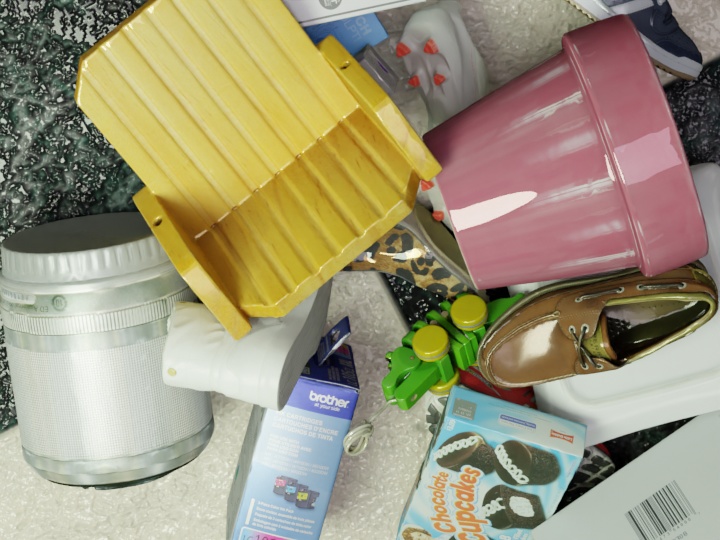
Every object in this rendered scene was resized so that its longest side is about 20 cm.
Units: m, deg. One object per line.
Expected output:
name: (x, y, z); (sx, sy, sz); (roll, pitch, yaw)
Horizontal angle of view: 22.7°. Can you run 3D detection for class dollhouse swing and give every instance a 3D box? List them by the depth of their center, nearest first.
dollhouse swing: (-0.086, -0.102, 1.316); (0.200, 0.182, 0.176); (-38, 129, 0)

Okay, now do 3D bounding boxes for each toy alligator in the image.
toy alligator: (0.049, 0.071, 1.453); (0.200, 0.054, 0.059); (-38, 141, -16)

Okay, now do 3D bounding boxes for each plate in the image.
plate: (0.223, 0.029, 1.463); (0.198, 0.032, 0.202); (-16, 80, 11)

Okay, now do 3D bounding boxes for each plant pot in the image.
plant pot: (0.151, -0.074, 1.373); (0.178, 0.200, 0.201); (-20, 103, 4)

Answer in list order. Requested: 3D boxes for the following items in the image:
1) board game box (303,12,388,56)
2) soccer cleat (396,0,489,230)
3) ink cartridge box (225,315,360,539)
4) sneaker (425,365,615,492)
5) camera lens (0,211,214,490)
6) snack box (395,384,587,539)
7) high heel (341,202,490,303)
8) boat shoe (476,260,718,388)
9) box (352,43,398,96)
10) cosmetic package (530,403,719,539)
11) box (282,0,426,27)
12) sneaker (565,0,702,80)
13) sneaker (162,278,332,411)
board game box: (-0.091, -0.236, 1.450); (0.152, 0.040, 0.201); (-32, 103, 5)
soccer cleat: (0.082, -0.124, 1.473); (0.069, 0.078, 0.201); (5, 123, 34)
ink cartridge box: (-0.054, 0.134, 1.490); (0.076, 0.137, 0.201); (12, 103, -7)
sneaker: (0.141, 0.123, 1.529); (0.199, 0.085, 0.077); (31, 133, -27)
camera lens: (-0.206, 0.066, 1.456); (0.159, 0.160, 0.202); (-6, 104, 0)
snack box: (0.106, 0.181, 1.498); (0.115, 0.037, 0.201); (16, 140, 0)
high heel: (0.000, 0.000, 1.506); (0.200, 0.072, 0.143); (40, 112, -14)
boat shoe: (0.184, 0.044, 1.408); (0.199, 0.068, 0.072); (-25, 109, 10)
box: (-0.056, -0.107, 1.458); (0.200, 0.039, 0.041); (-37, 107, 21)
cosmetic package: (0.282, 0.248, 1.498); (0.199, 0.123, 0.200); (-35, 133, 6)
box: (-0.057, -0.246, 1.397); (0.198, 0.060, 0.118); (-11, 104, 0)
sneaker: (0.218, -0.247, 1.444); (0.199, 0.070, 0.109); (35, 102, -7)
sneaker: (-0.090, 0.036, 1.396); (0.115, 0.200, 0.074); (9, 114, 10)
